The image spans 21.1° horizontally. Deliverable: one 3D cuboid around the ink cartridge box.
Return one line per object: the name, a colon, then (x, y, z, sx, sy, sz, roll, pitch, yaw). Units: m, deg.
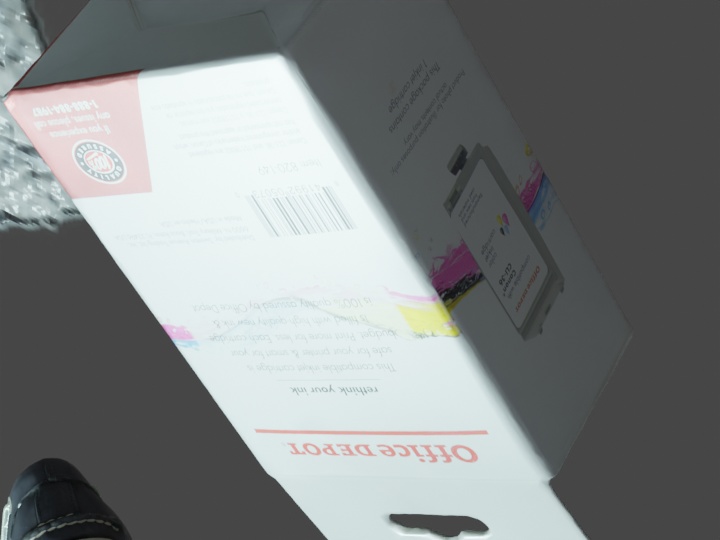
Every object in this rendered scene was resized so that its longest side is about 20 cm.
ink cartridge box: (0.000, 0.000, 0.581, 0.116, 0.068, 0.200, -3, 130, 41)

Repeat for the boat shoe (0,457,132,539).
boat shoe: (-0.130, 0.152, 0.899, 0.200, 0.072, 0.063, 94, 156, -58)
